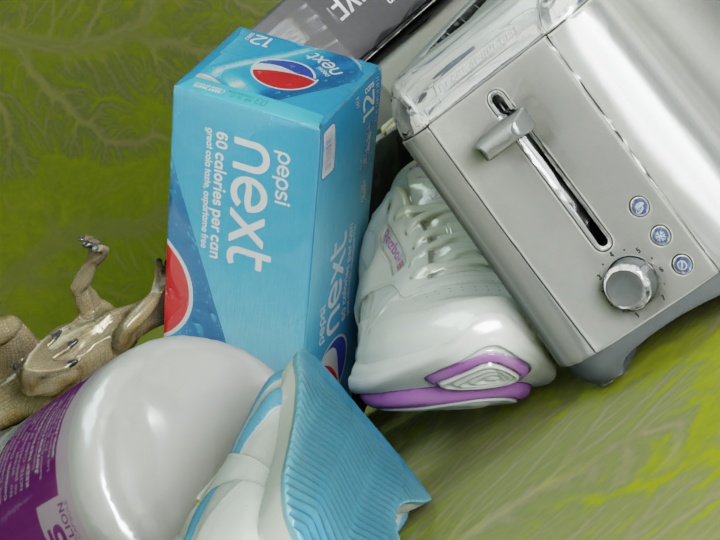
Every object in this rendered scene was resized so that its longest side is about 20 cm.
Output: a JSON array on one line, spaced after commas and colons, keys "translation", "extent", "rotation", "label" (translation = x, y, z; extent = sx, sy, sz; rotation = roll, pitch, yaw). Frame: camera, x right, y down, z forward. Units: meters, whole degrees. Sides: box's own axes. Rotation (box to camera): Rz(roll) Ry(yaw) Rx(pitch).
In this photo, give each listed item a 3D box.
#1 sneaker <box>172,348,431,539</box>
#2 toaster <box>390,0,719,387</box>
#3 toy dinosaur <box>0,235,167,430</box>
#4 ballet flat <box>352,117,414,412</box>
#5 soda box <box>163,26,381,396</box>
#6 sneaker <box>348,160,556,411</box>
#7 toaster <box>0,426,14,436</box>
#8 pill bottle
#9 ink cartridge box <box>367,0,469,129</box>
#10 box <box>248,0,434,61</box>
[{"translation": [-0.028, 0.088, 0.804], "extent": [0.081, 0.077, 0.200], "rotation": [-41, 4, 13], "label": "sneaker"}, {"translation": [0.098, -0.060, 0.840], "extent": [0.114, 0.129, 0.200], "rotation": [-35, 8, 32], "label": "toaster"}, {"translation": [-0.137, 0.044, 0.990], "extent": [0.200, 0.058, 0.101], "rotation": [-32, -25, -9], "label": "toy dinosaur"}, {"translation": [0.000, 0.000, 1.046], "extent": [0.200, 0.066, 0.057], "rotation": [-62, 5, 30], "label": "ballet flat"}, {"translation": [-0.041, 0.005, 0.980], "extent": [0.064, 0.068, 0.200], "rotation": [-49, -30, -52], "label": "soda box"}, {"translation": [0.027, 0.004, 0.909], "extent": [0.075, 0.100, 0.200], "rotation": [-1, 3, -8], "label": "sneaker"}, {"translation": [-0.214, 0.140, 1.209], "extent": [0.200, 0.129, 0.114], "rotation": [-42, 6, -22], "label": "toaster"}, {"translation": [-0.109, 0.108, 0.961], "extent": [0.112, 0.112, 0.200], "rotation": [-45, 7, -39], "label": "pill bottle"}, {"translation": [0.038, -0.081, 1.172], "extent": [0.147, 0.083, 0.200], "rotation": [-35, 8, 44], "label": "ink cartridge box"}, {"translation": [0.002, -0.139, 1.181], "extent": [0.158, 0.050, 0.200], "rotation": [-42, 5, -10], "label": "box"}]
